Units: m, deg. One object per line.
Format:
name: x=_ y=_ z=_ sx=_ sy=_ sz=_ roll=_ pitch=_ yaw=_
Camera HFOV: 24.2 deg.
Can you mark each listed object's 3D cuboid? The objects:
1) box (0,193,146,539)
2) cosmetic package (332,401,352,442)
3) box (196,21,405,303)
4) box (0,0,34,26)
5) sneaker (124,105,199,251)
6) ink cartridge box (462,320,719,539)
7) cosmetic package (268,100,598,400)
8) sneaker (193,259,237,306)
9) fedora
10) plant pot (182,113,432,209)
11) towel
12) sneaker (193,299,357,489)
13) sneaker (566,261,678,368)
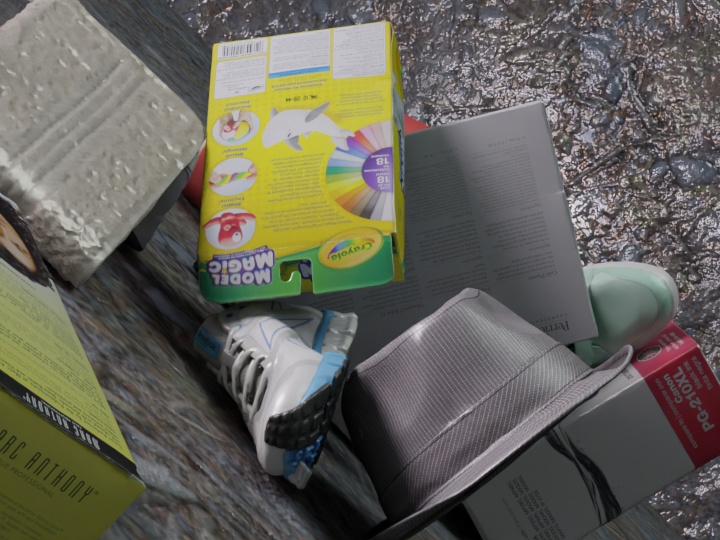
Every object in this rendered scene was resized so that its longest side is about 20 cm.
box: x=-0.137 y=0.017 z=0.569 sx=0.075 sy=0.050 sz=0.200 roll=41 pitch=7 yaw=-37
cosmetic package: x=0.018 y=0.094 z=1.203 sx=0.083 sy=0.051 sz=0.200 roll=43 pitch=5 yaw=5
box: x=-0.032 y=-0.057 z=0.983 sx=0.048 sy=0.117 sz=0.201 roll=75 pitch=12 yaw=-48
box: x=-0.280 y=-0.208 z=1.168 sx=0.117 sy=0.060 sz=0.200 roll=40 pitch=7 yaw=-45
sneaker: x=-0.137 y=-0.074 z=1.099 sx=0.074 sy=0.087 sz=0.200 roll=42 pitch=5 yaw=-19
ink cartridge box: x=0.162 y=0.120 z=1.228 sx=0.085 sy=0.200 sz=0.145 roll=58 pitch=2 yaw=-12
cosmetic package: x=0.034 y=-0.009 z=1.049 sx=0.052 sy=0.199 sz=0.152 roll=-62 pitch=139 yaw=-86
sneaker: x=-0.050 y=0.005 z=1.240 sx=0.081 sy=0.075 sz=0.200 roll=46 pitch=4 yaw=15
fedora: x=0.052 y=0.069 z=0.909 sx=0.090 sy=0.177 sz=0.200 roll=52 pitch=-10 yaw=9
plant pot: x=-0.045 y=-0.078 z=1.422 sx=0.177 sy=0.201 sz=0.200 roll=34 pitch=6 yaw=-6
towel: x=-0.162 y=-0.078 z=0.915 sx=0.132 sy=0.034 sz=0.200 roll=43 pitch=28 yaw=-7
sneaker: x=-0.053 y=0.058 z=0.917 sx=0.086 sy=0.075 sz=0.200 roll=21 pitch=9 yaw=-3
sneaker: x=0.126 y=0.054 z=1.153 sx=0.118 sy=0.200 sz=0.074 roll=-68 pitch=141 yaw=-76
